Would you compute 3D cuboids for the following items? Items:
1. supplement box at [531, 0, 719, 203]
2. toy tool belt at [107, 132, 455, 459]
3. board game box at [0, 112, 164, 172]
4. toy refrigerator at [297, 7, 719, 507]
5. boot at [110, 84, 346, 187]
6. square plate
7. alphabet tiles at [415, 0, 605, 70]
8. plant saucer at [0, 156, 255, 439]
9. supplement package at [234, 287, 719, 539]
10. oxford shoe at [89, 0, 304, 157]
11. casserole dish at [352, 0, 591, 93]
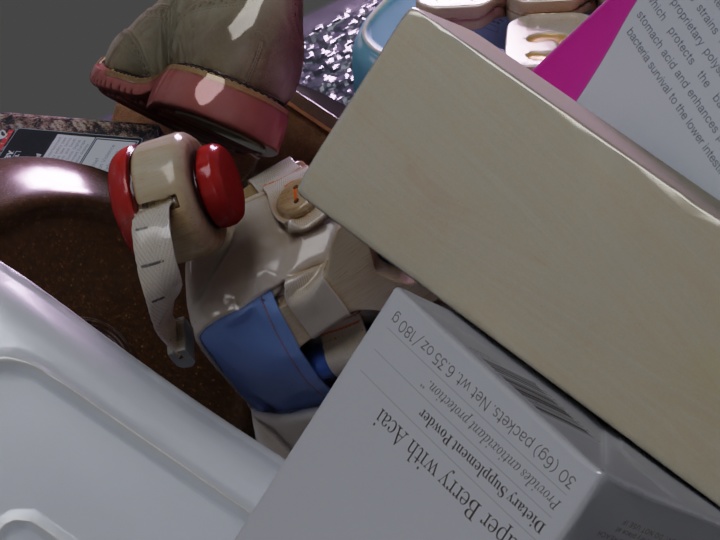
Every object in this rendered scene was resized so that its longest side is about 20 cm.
[{"bbox_3d":[0.136,-0.051,0.936,0.200,0.103,0.101,-43,57,24],"label":"supplement box"},{"bbox_3d":[0.000,0.000,0.992,0.122,0.200,0.125,-17,52,15],"label":"toy tool belt"},{"bbox_3d":[-0.183,0.018,1.143,0.199,0.097,0.160,7,52,33],"label":"board game box"},{"bbox_3d":[0.084,0.000,0.861,0.200,0.070,0.076,36,100,20],"label":"toy refrigerator"},{"bbox_3d":[-0.041,-0.052,1.176,0.200,0.074,0.076,27,89,43],"label":"boot"},{"bbox_3d":[-0.116,0.127,0.942,0.200,0.028,0.199,33,84,8],"label":"square plate"},{"bbox_3d":[0.124,-0.138,1.144,0.199,0.015,0.196,-2,32,7],"label":"alphabet tiles"},{"bbox_3d":[-0.113,0.043,1.022,0.037,0.200,0.201,-36,22,55],"label":"plant saucer"},{"bbox_3d":[0.027,0.132,0.850,0.121,0.120,0.201,41,103,45],"label":"supplement package"},{"bbox_3d":[-0.061,-0.093,1.088,0.075,0.070,0.200,-68,21,-1],"label":"oxford shoe"},{"bbox_3d":[0.076,-0.100,1.167,0.121,0.039,0.200,-45,44,-19],"label":"casserole dish"}]
